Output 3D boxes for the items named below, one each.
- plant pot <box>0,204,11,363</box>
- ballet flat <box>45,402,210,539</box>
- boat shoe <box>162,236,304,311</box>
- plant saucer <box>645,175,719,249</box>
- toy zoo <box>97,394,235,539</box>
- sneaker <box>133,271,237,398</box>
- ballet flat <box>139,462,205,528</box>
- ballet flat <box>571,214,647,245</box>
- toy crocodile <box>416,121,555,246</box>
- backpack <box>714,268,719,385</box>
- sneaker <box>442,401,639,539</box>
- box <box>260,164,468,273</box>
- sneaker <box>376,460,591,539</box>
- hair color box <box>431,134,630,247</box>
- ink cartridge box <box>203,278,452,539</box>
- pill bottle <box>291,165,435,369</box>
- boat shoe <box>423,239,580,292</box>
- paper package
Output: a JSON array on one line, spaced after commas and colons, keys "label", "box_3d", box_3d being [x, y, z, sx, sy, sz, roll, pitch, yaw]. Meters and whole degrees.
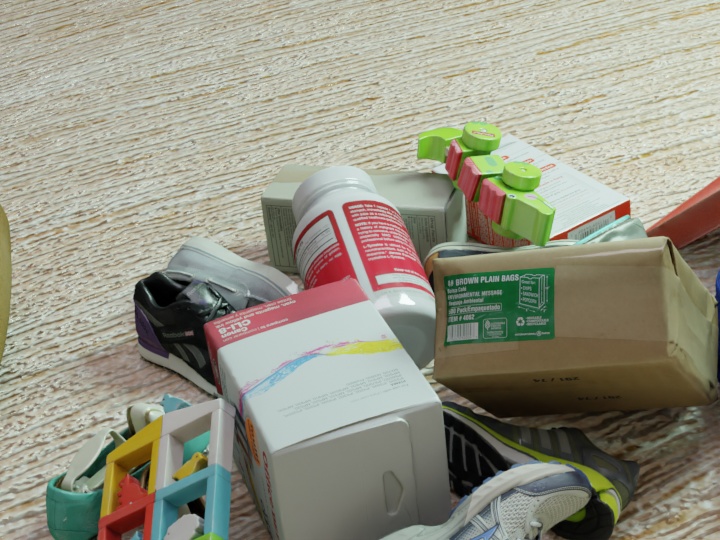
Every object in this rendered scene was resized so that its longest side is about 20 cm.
[{"label": "plant pot", "box_3d": [-0.414, 0.037, 1.505, 0.185, 0.187, 0.201, -15, 45, -12]}, {"label": "ballet flat", "box_3d": [-0.195, 0.157, 1.347, 0.067, 0.071, 0.200, 14, 37, 33]}, {"label": "boat shoe", "box_3d": [-0.121, 0.031, 1.551, 0.200, 0.070, 0.072, 24, 63, 38]}, {"label": "plant saucer", "box_3d": [0.400, -0.093, 1.568, 0.200, 0.037, 0.199, -34, -1, -35]}, {"label": "toy zoo", "box_3d": [-0.155, 0.184, 1.227, 0.131, 0.020, 0.201, -28, 42, 28]}, {"label": "sneaker", "box_3d": [-0.142, 0.059, 1.475, 0.199, 0.088, 0.076, 16, 38, 32]}, {"label": "ballet flat", "box_3d": [-0.137, 0.221, 1.240, 0.068, 0.063, 0.200, -19, 34, -18]}, {"label": "ballet flat", "box_3d": [0.187, 0.006, 1.423, 0.199, 0.064, 0.067, -21, -7, -26]}, {"label": "toy crocodile", "box_3d": [0.124, -0.087, 1.521, 0.061, 0.068, 0.200, -8, 37, -29]}, {"label": "backpack", "box_3d": [0.385, 0.051, 1.311, 0.161, 0.169, 0.200, 0, 28, 0]}, {"label": "sneaker", "box_3d": [0.140, 0.158, 1.290, 0.199, 0.074, 0.081, 25, 33, 33]}, {"label": "box", "box_3d": [0.006, -0.049, 1.614, 0.198, 0.096, 0.078, 6, 33, 17]}, {"label": "sneaker", "box_3d": [0.094, 0.221, 1.180, 0.199, 0.077, 0.085, -30, 49, -2]}, {"label": "hair color box", "box_3d": [0.177, -0.066, 1.634, 0.110, 0.064, 0.200, -25, 37, -24]}, {"label": "ink cartridge box", "box_3d": [-0.027, 0.130, 1.283, 0.144, 0.146, 0.200, -16, 32, -14]}, {"label": "pill bottle", "box_3d": [0.000, 0.000, 1.470, 0.111, 0.113, 0.201, -13, 51, -9]}, {"label": "boat shoe", "box_3d": [0.160, 0.012, 1.503, 0.198, 0.075, 0.063, 2, 45, 1]}, {"label": "paper package", "box_3d": [0.178, 0.050, 1.276, 0.199, 0.191, 0.104, -5, 72, 22]}]
